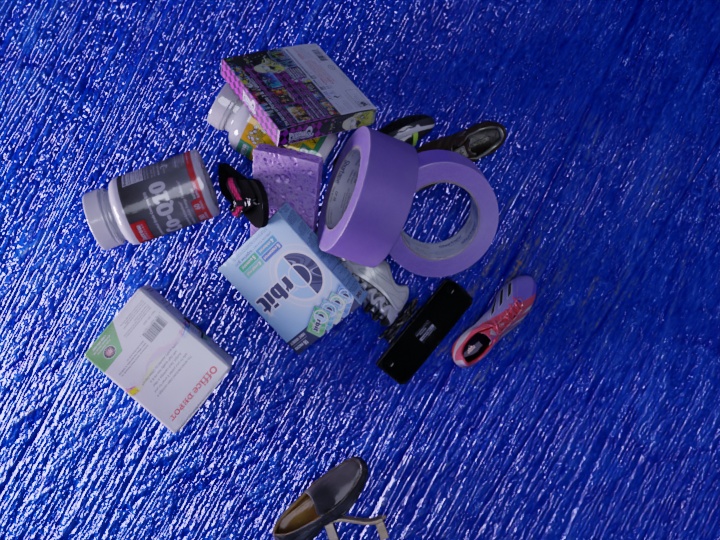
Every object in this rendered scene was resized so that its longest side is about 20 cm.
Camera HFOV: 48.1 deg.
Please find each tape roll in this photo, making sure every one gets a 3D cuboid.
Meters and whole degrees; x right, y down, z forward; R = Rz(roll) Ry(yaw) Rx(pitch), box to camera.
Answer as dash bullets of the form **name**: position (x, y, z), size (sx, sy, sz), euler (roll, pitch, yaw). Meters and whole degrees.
- **tape roll**: position (0.127, -0.093, 1.340), size (0.195, 0.066, 0.204), euler (-2, 115, -4)
- **tape roll**: position (0.009, -0.113, 1.248), size (0.084, 0.200, 0.204), euler (18, 92, -19)

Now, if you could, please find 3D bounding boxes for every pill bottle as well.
- **pill bottle**: position (-0.146, -0.226, 1.323), size (0.198, 0.113, 0.114), euler (32, 90, -6)
- **pill bottle**: position (-0.339, -0.111, 1.312), size (0.196, 0.114, 0.116), euler (-20, 94, -3)

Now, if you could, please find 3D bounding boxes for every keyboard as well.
- **keyboard**: position (0.101, 0.095, 1.406), size (0.104, 0.040, 0.201), euler (41, 88, -29)

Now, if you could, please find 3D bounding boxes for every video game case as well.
- **video game case**: position (-0.099, -0.283, 1.271), size (0.179, 0.036, 0.201), euler (-18, 53, -30)

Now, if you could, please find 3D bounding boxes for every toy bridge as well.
- **toy bridge**: position (-0.046, 0.467, 1.410), size (0.197, 0.027, 0.068), euler (-22, 93, -2)

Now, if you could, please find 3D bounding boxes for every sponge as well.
- **sponge**: position (-0.123, -0.102, 1.311), size (0.109, 0.030, 0.203), euler (13, 126, 7)

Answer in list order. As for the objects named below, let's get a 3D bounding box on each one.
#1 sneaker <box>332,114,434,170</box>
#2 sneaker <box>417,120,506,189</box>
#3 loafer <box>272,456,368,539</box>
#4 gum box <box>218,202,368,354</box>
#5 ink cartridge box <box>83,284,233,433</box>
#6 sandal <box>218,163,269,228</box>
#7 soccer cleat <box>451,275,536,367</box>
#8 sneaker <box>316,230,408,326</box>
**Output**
- **sneaker**: position (0.044, -0.192, 1.372), size (0.197, 0.072, 0.084), euler (-29, 112, 2)
- **sneaker**: position (0.156, -0.200, 1.366), size (0.198, 0.076, 0.071), euler (-30, 95, -3)
- **loafer**: position (-0.067, 0.395, 1.371), size (0.200, 0.072, 0.073), euler (-47, 60, -3)
- **gum box**: position (-0.112, 0.017, 1.327), size (0.200, 0.045, 0.169), euler (47, 123, -6)
- **ink cartridge box**: position (-0.330, 0.145, 1.341), size (0.199, 0.084, 0.145), euler (41, 89, -5)
- **sandal**: position (-0.198, -0.119, 1.288), size (0.044, 0.199, 0.077), euler (-11, 117, -30)
- **soccer cleat**: position (0.235, 0.091, 1.388), size (0.200, 0.076, 0.067), euler (-44, 95, -1)
- **sneaker**: position (0.000, 0.000, 1.375), size (0.200, 0.075, 0.081), euler (46, 70, -4)
